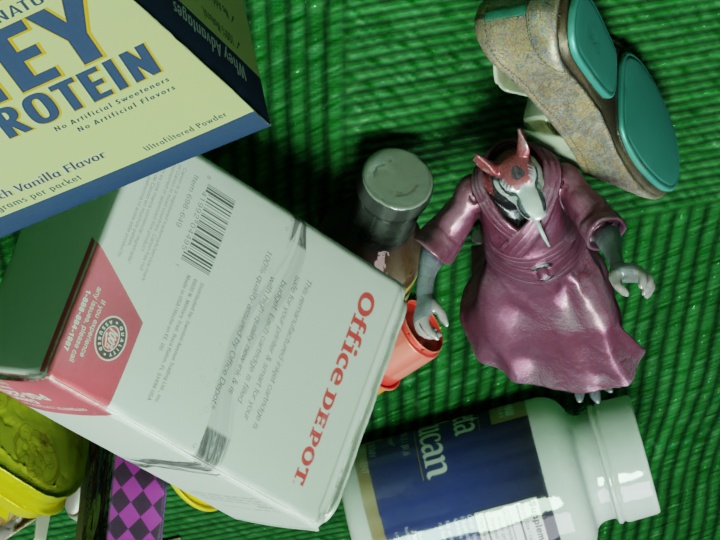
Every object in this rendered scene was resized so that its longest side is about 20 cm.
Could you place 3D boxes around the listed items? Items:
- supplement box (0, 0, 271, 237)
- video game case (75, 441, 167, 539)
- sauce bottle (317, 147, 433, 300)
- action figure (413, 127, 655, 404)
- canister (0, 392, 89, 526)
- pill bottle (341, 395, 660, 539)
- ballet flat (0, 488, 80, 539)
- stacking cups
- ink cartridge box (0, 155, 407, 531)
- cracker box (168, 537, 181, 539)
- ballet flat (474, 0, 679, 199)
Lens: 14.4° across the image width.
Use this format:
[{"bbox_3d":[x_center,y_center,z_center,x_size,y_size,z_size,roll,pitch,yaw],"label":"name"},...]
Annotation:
[{"bbox_3d":[-0.151,-0.153,1.100,0.134,0.200,0.200,-22,152,17],"label":"supplement box"},{"bbox_3d":[-0.135,0.113,1.618,0.036,0.200,0.181,9,148,-9],"label":"video game case"},{"bbox_3d":[0.000,0.000,1.612,0.065,0.065,0.200,-5,154,-16],"label":"sauce bottle"},{"bbox_3d":[0.102,-0.019,1.548,0.134,0.149,0.200,0,142,13],"label":"action figure"},{"bbox_3d":[-0.279,0.112,1.650,0.200,0.087,0.149,-29,129,32],"label":"canister"},{"bbox_3d":[0.092,0.147,1.888,0.200,0.111,0.111,-15,153,3],"label":"pill bottle"},{"bbox_3d":[-0.193,0.138,1.788,0.200,0.065,0.070,-27,151,24],"label":"ballet flat"},{"bbox_3d":[-0.037,0.080,1.759,0.200,0.061,0.060,-34,147,32],"label":"stacking cups"},{"bbox_3d":[-0.086,0.031,1.483,0.200,0.146,0.085,32,160,-35],"label":"ink cartridge box"},{"bbox_3d":[-0.175,0.267,2.053,0.134,0.058,0.200,-14,153,-1],"label":"cracker box"},{"bbox_3d":[0.111,-0.096,1.497,0.067,0.068,0.200,-3,153,23],"label":"ballet flat"}]
